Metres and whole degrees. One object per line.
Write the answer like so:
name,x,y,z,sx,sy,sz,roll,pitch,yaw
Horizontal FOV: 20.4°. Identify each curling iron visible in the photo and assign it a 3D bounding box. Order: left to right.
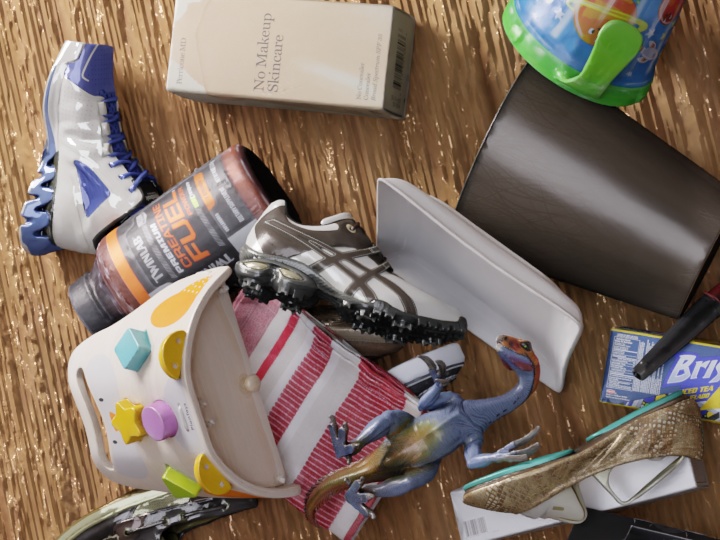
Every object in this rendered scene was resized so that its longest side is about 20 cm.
curling iron,0.291,0.023,1.606,0.200,0.050,0.026,-35,105,-17

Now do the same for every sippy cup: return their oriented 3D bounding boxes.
sippy cup,0.202,-0.224,1.607,0.178,0.139,0.131,57,130,34

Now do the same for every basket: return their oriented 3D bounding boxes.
basket,0.197,-0.056,1.633,0.199,0.136,0.181,27,112,11

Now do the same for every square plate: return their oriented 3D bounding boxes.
square plate,0.097,0.009,1.627,0.198,0.200,0.028,37,75,12

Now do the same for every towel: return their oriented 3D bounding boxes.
towel,-0.052,0.117,1.689,0.200,0.023,0.144,36,106,17

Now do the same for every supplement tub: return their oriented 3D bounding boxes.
supplement tub,-0.154,-0.013,1.739,0.200,0.107,0.107,-35,79,8

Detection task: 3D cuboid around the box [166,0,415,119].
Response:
box,-0.060,-0.187,1.738,0.199,0.078,0.095,5,90,16

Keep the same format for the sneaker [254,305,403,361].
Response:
sneaker,-0.050,0.074,1.741,0.199,0.070,0.076,0,104,21

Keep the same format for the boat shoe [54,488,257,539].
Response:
boat shoe,-0.182,0.224,1.760,0.199,0.073,0.065,-30,75,13

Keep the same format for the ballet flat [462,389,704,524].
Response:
ballet flat,0.179,0.160,1.566,0.199,0.071,0.066,-24,83,4

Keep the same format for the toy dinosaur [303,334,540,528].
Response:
toy dinosaur,0.057,0.118,1.616,0.200,0.181,0.105,-22,91,56

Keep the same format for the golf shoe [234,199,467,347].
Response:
golf shoe,0.000,0.000,1.651,0.199,0.078,0.095,18,73,-2

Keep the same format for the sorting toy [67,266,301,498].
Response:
sorting toy,-0.169,0.116,1.677,0.180,0.107,0.201,-11,100,41

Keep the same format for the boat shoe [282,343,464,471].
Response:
boat shoe,0.014,0.135,1.707,0.200,0.072,0.068,-34,77,15

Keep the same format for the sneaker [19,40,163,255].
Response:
sneaker,-0.226,-0.100,1.789,0.115,0.081,0.200,14,98,12

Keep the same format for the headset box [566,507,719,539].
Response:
headset box,0.230,0.286,1.593,0.148,0.075,0.201,12,121,16

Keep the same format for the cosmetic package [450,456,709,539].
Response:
cosmetic package,0.181,0.179,1.652,0.199,0.083,0.051,-16,78,14

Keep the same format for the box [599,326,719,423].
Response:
box,0.301,0.092,1.627,0.199,0.070,0.065,10,92,16
